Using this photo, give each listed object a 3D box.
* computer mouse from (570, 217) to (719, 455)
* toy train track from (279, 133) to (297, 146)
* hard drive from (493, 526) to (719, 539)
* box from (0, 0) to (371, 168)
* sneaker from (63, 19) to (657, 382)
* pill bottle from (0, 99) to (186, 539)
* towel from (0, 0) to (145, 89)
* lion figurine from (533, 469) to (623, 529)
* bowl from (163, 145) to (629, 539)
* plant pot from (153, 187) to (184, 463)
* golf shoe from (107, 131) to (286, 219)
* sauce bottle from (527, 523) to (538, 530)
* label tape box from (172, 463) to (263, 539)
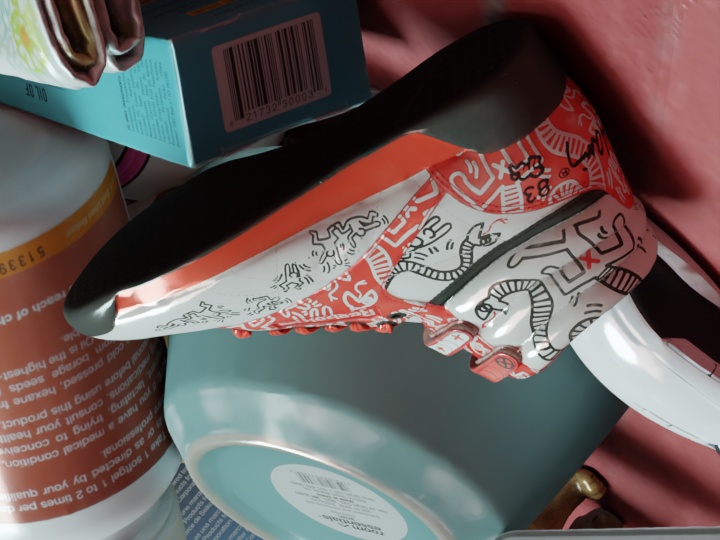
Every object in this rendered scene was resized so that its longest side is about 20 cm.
[{"bbox_3d":[0.130,0.052,0.975,0.200,0.044,0.110,44,165,-9],"label":"computer mouse"},{"bbox_3d":[0.000,0.000,1.163,0.200,0.033,0.115,44,163,-10],"label":"toy train track"},{"bbox_3d":[0.156,0.148,1.039,0.131,0.026,0.200,-5,150,39],"label":"hard drive"},{"bbox_3d":[-0.087,-0.091,1.020,0.200,0.082,0.049,20,126,51],"label":"box"},{"bbox_3d":[0.002,0.004,0.922,0.108,0.201,0.067,53,-156,-23],"label":"sneaker"},{"bbox_3d":[-0.132,0.039,1.075,0.112,0.112,0.201,25,138,45],"label":"pill bottle"},{"bbox_3d":[-0.151,-0.157,0.951,0.200,0.048,0.172,19,123,54],"label":"towel"},{"bbox_3d":[0.039,0.125,1.235,0.200,0.123,0.073,33,162,30],"label":"lion figurine"},{"bbox_3d":[0.002,0.050,1.053,0.200,0.105,0.201,20,155,10],"label":"bowl"},{"bbox_3d":[-0.124,0.012,1.262,0.199,0.187,0.187,23,159,17],"label":"plant pot"},{"bbox_3d":[-0.107,-0.048,1.124,0.199,0.073,0.092,-1,124,35],"label":"golf shoe"},{"bbox_3d":[0.057,0.138,1.139,0.200,0.065,0.065,51,172,34],"label":"sauce bottle"},{"bbox_3d":[-0.061,0.090,1.336,0.200,0.143,0.066,33,162,25],"label":"label tape box"}]
